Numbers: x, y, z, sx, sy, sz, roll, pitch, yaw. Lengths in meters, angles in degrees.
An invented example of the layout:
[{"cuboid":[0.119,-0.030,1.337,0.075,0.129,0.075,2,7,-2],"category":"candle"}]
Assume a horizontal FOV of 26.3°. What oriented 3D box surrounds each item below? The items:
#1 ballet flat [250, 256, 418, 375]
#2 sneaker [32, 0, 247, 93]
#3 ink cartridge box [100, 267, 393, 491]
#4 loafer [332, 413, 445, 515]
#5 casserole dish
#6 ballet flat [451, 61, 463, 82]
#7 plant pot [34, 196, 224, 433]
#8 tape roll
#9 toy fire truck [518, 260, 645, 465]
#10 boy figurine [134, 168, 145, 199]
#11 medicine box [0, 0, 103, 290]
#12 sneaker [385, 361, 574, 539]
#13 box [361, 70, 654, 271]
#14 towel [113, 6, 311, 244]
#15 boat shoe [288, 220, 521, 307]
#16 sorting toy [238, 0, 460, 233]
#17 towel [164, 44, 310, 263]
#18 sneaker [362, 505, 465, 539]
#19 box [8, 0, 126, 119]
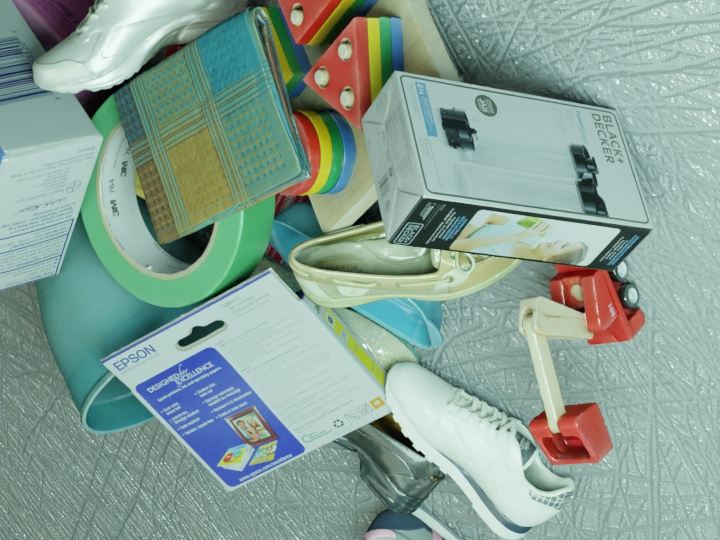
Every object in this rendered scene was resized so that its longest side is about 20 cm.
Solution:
[{"cuboid":[-0.040,0.060,1.456,0.199,0.062,0.068,31,136,12],"category":"ballet flat"},{"cuboid":[-0.203,-0.228,1.332,0.100,0.199,0.078,64,172,-29],"category":"sneaker"},{"cuboid":[-0.100,0.094,1.413,0.196,0.047,0.200,-27,120,21],"category":"ink cartridge box"},{"cuboid":[0.005,0.140,1.494,0.200,0.073,0.072,45,116,2],"category":"loafer"},{"cuboid":[0.000,0.000,1.386,0.199,0.039,0.121,30,162,21],"category":"casserole dish"},{"cuboid":[0.022,-0.122,1.304,0.200,0.075,0.064,-46,54,43],"category":"ballet flat"},{"cuboid":[-0.233,0.028,1.536,0.189,0.199,0.200,55,140,19],"category":"plant pot"},{"cuboid":[-0.167,-0.070,1.376,0.199,0.048,0.203,9,106,34],"category":"tape roll"},{"cuboid":[0.163,0.036,1.221,0.048,0.141,0.201,-10,111,44],"category":"toy fire truck"},{"cuboid":[-0.196,-0.111,1.457,0.198,0.064,0.125,7,122,32],"category":"boy figurine"},{"cuboid":[-0.341,-0.110,1.410,0.183,0.102,0.201,53,139,23],"category":"medicine box"},{"cuboid":[0.108,0.150,1.408,0.200,0.076,0.080,44,129,-2],"category":"sneaker"},{"cuboid":[0.108,-0.072,1.136,0.060,0.198,0.118,-52,39,46],"category":"box"},{"cuboid":[-0.126,-0.116,1.279,0.199,0.022,0.148,-22,83,45],"category":"towel"},{"cuboid":[0.041,-0.016,1.281,0.198,0.074,0.063,-7,159,9],"category":"boat shoe"},{"cuboid":[-0.027,-0.162,1.244,0.200,0.069,0.200,-43,61,46],"category":"sorting toy"},{"cuboid":[-0.123,-0.115,1.454,0.200,0.022,0.145,41,137,11],"category":"towel"},{"cuboid":[0.087,0.306,1.514,0.199,0.082,0.071,27,132,24],"category":"sneaker"},{"cuboid":[-0.322,-0.218,1.502,0.176,0.097,0.200,46,138,5],"category":"box"}]
